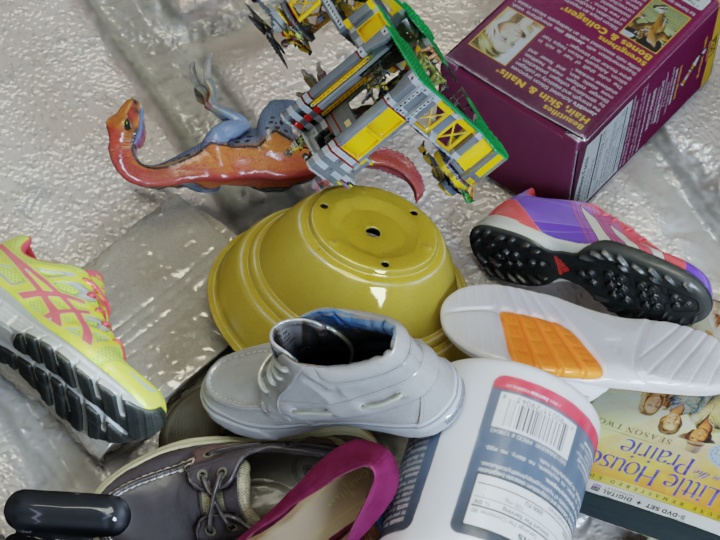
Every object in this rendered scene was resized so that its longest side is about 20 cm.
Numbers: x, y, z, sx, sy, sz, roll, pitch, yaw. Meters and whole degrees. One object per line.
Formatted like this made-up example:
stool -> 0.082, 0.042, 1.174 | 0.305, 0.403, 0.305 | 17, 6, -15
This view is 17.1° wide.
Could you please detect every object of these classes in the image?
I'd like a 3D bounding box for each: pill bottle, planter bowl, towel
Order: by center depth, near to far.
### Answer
pill bottle -> 0.073, 0.168, 1.521 | 0.120, 0.120, 0.200 | 15, 60, 9
planter bowl -> 0.000, 0.000, 1.662 | 0.200, 0.083, 0.200 | 12, 39, -10
towel -> -0.153, 0.038, 1.692 | 0.133, 0.034, 0.200 | 38, 61, 25

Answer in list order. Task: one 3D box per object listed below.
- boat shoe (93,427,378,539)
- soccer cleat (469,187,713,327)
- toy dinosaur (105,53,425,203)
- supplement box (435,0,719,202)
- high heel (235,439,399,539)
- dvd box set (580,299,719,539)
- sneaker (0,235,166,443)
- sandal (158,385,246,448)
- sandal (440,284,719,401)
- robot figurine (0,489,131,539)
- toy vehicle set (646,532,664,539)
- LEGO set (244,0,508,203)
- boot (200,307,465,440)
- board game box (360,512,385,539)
boat shoe -> -0.079, 0.145, 1.576 | 0.200, 0.065, 0.072 | -9, 94, -7
soccer cleat -> 0.172, -0.015, 1.698 | 0.200, 0.068, 0.073 | 16, 48, 39
toy dinosaur -> -0.086, -0.093, 1.718 | 0.200, 0.105, 0.181 | 17, 28, 36
supplement box -> 0.167, -0.153, 1.809 | 0.131, 0.103, 0.200 | 34, 58, 21
high heel -> -0.053, 0.183, 1.503 | 0.067, 0.096, 0.200 | 38, 92, 4
dvd box set -> 0.232, 0.102, 1.636 | 0.146, 0.029, 0.200 | 17, 50, 29
sneaker -> -0.196, 0.037, 1.623 | 0.200, 0.078, 0.090 | 36, 58, 24
sandal -> -0.045, 0.088, 1.644 | 0.200, 0.055, 0.082 | -15, 56, -15
sandal -> 0.151, 0.067, 1.633 | 0.207, 0.059, 0.079 | 12, 41, -5
robot figurine -> -0.182, 0.228, 1.481 | 0.200, 0.125, 0.150 | 6, 54, 9
toy vehicle set -> 0.269, 0.189, 1.599 | 0.124, 0.027, 0.200 | 35, 59, 22
LEGO set -> 0.000, -0.119, 1.687 | 0.116, 0.154, 0.200 | -39, 59, 13
boot -> -0.036, 0.058, 1.529 | 0.200, 0.096, 0.074 | -2, 56, 33
board game box -> 0.077, 0.222, 1.570 | 0.103, 0.019, 0.200 | -17, 55, -16
